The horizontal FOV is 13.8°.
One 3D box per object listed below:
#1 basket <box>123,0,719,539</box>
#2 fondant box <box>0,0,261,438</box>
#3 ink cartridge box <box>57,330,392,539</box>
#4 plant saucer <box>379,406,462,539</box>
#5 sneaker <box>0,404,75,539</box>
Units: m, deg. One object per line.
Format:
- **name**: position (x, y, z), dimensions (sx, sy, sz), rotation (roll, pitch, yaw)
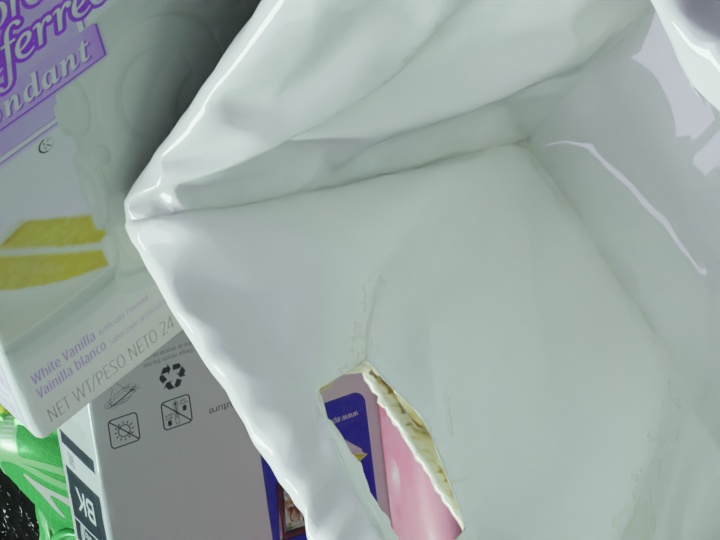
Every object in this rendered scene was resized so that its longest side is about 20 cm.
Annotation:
- **basket**: position (0.080, -0.008, 0.754), dimensions (0.198, 0.161, 0.200), rotation (57, 131, 18)
- **fondant box**: position (-0.068, -0.066, 0.791), dimensions (0.058, 0.144, 0.200), rotation (39, 158, 32)
- **ink cartridge box**: position (-0.038, 0.096, 0.955), dimensions (0.039, 0.099, 0.201), rotation (32, 134, 55)
- **plant saucer**: position (0.052, 0.101, 0.952), dimensions (0.201, 0.051, 0.201), rotation (46, 146, 44)
- **sneaker**: position (-0.099, 0.126, 1.222), dimensions (0.074, 0.084, 0.200), rotation (10, 144, 38)
